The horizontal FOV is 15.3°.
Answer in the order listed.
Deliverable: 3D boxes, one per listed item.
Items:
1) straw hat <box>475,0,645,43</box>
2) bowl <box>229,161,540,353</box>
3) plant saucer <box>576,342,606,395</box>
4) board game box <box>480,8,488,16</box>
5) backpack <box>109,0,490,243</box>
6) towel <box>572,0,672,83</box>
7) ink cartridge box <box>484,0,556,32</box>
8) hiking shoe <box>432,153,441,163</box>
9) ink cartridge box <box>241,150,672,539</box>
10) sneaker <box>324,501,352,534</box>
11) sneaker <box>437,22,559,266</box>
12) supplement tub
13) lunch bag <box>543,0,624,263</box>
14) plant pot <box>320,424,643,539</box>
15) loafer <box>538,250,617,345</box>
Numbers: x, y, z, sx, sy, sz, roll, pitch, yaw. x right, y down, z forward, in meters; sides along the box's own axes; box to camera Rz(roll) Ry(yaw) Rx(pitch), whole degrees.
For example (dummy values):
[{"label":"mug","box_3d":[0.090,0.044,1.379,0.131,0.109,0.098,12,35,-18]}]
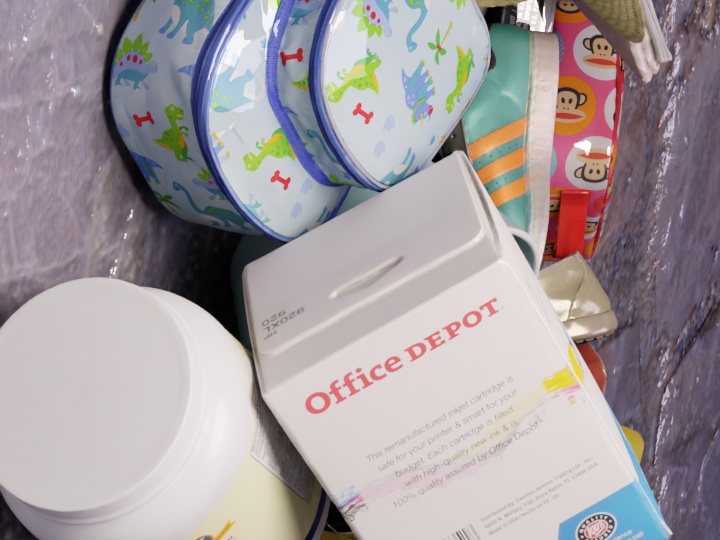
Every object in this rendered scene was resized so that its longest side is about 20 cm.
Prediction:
[{"label":"straw hat","box_3d":[0.092,-0.206,1.659,0.202,0.085,0.201,62,-3,6]},{"label":"bowl","box_3d":[0.000,0.000,1.632,0.200,0.105,0.201,-26,155,-13]},{"label":"plant saucer","box_3d":[0.116,0.101,1.962,0.200,0.036,0.201,-122,-150,-52]},{"label":"board game box","box_3d":[0.042,-0.207,1.725,0.201,0.036,0.152,87,23,-43]},{"label":"backpack","box_3d":[-0.034,-0.119,1.489,0.201,0.146,0.183,-55,139,-21]},{"label":"towel","box_3d":[0.133,-0.244,1.748,0.191,0.032,0.201,58,-6,51]},{"label":"ink cartridge box","box_3d":[0.092,-0.120,1.901,0.200,0.043,0.200,-125,-137,-81]},{"label":"hiking shoe","box_3d":[0.047,-0.027,1.778,0.201,0.086,0.074,-65,-168,-18]},{"label":"ink cartridge box","box_3d":[0.048,0.071,1.449,0.201,0.147,0.145,59,6,-27]},{"label":"sneaker","box_3d":[-0.032,0.137,1.618,0.075,0.085,0.200,-16,151,-31]},{"label":"sneaker","box_3d":[0.080,-0.062,1.726,0.071,0.079,0.202,118,-22,-73]},{"label":"supplement tub","box_3d":[-0.109,0.094,1.422,0.200,0.144,0.146,47,57,-63]},{"label":"lunch bag","box_3d":[0.151,-0.089,1.965,0.200,0.081,0.178,92,2,-66]},{"label":"plant pot","box_3d":[0.046,0.166,1.784,0.176,0.199,0.201,33,69,-54]},{"label":"loafer","box_3d":[0.075,0.029,1.827,0.076,0.198,0.069,143,-61,-73]}]
